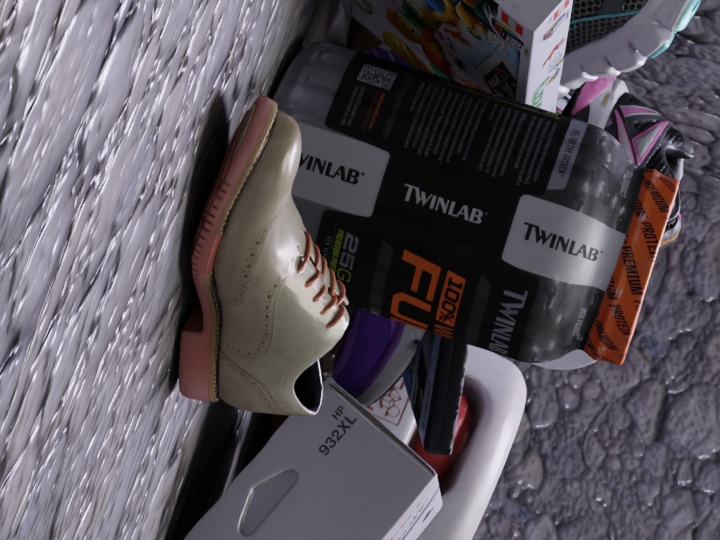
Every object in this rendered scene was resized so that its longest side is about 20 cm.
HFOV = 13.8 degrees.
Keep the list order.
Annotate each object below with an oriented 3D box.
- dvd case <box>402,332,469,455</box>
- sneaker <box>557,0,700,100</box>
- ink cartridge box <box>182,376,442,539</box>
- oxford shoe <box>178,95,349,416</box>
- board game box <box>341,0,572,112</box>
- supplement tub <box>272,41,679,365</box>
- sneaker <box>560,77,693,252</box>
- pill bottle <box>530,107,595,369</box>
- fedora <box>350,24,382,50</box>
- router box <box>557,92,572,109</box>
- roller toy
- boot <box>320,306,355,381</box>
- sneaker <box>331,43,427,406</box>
[{"bbox_3d":[0.047,0.012,1.667,0.200,0.017,0.143,-104,-157,-80],"label":"dvd case"},{"bbox_3d":[0.090,-0.137,1.631,0.200,0.091,0.078,-29,-162,36],"label":"sneaker"},{"bbox_3d":[-0.030,0.150,1.646,0.145,0.084,0.200,-49,172,-5],"label":"ink cartridge box"},{"bbox_3d":[-0.036,-0.004,1.350,0.200,0.074,0.071,100,9,-56],"label":"oxford shoe"},{"bbox_3d":[0.045,-0.136,1.478,0.035,0.126,0.200,-47,169,-10],"label":"board game box"},{"bbox_3d":[0.048,-0.029,1.464,0.123,0.199,0.123,17,90,-84],"label":"supplement tub"},{"bbox_3d":[0.132,-0.032,1.614,0.200,0.086,0.080,-62,180,-40],"label":"sneaker"},{"bbox_3d":[0.109,-0.017,1.757,0.200,0.112,0.113,-95,-161,-68],"label":"pill bottle"},{"bbox_3d":[0.071,-0.166,1.712,0.201,0.200,0.082,101,-30,-51],"label":"fedora"},{"bbox_3d":[0.065,-0.024,2.039,0.200,0.052,0.157,-43,-165,39],"label":"router box"},{"bbox_3d":[0.009,0.115,1.855,0.183,0.139,0.201,-73,-171,-72],"label":"roller toy"},{"bbox_3d":[0.000,0.000,1.744,0.200,0.074,0.097,-59,168,-62],"label":"boot"},{"bbox_3d":[0.005,-0.027,1.621,0.081,0.083,0.201,-104,-158,-77],"label":"sneaker"}]
